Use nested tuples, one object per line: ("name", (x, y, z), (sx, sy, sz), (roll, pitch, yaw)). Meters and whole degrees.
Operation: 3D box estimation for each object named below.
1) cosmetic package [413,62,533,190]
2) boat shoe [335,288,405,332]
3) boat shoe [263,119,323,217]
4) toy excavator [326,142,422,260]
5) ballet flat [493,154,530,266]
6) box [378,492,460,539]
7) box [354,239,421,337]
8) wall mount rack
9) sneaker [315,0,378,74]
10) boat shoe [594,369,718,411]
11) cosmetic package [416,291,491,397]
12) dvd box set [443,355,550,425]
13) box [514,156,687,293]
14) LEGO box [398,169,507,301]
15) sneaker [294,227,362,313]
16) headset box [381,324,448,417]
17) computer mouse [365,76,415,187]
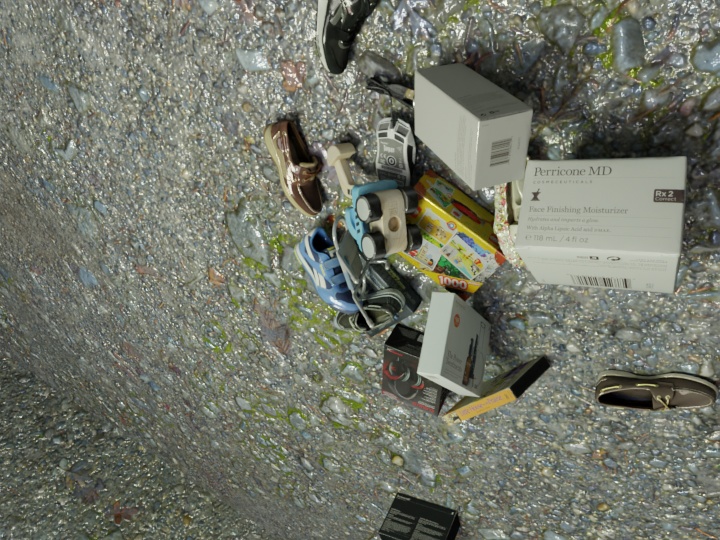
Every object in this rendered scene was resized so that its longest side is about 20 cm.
("cosmetic package", (0.153, -0.213, 0.815), (0.200, 0.084, 0.108), (-118, 18, -47))
("boat shoe", (0.006, 0.093, 1.189), (0.072, 0.071, 0.200), (49, 137, -11))
("boat shoe", (-0.116, -0.199, 1.105), (0.072, 0.072, 0.201), (-6, 116, 39))
("toy excavator", (0.005, -0.124, 0.997), (0.200, 0.099, 0.196), (18, 119, 57))
("ballet flat", (0.250, -0.097, 0.900), (0.064, 0.075, 0.201), (-140, 35, -72))
("box", (0.175, 0.762, 1.669), (0.199, 0.141, 0.079), (5, 131, 31))
("box", (0.013, 0.037, 1.229), (0.200, 0.051, 0.158), (46, 137, -7))
("wall mount rack", (0.000, 0.000, 1.051), (0.074, 0.174, 0.201), (1, 135, 22))
("sneaker", (-0.018, -0.396, 0.868), (0.087, 0.076, 0.201), (15, 133, 15))
("boat shoe", (0.532, 0.226, 1.027), (0.199, 0.060, 0.072), (1, 125, 34))
("cosmetic package", (0.183, 0.144, 1.068), (0.051, 0.152, 0.200), (-1, 159, 33))
("dvd box set", (0.277, 0.248, 1.158), (0.029, 0.146, 0.200), (57, 137, 8))
("box", (0.341, -0.059, 0.795), (0.198, 0.132, 0.200), (4, 166, 29))
("LEGO box", (0.158, -0.060, 1.027), (0.200, 0.077, 0.149), (36, 138, 3))
("sneaker", (-0.059, -0.001, 1.153), (0.200, 0.074, 0.082), (52, 133, 13))
("headset box", (0.130, 0.238, 1.301), (0.148, 0.075, 0.201), (19, 134, 19))
("computer mouse", (0.061, -0.229, 0.975), (0.109, 0.044, 0.201), (21, 133, 26))
